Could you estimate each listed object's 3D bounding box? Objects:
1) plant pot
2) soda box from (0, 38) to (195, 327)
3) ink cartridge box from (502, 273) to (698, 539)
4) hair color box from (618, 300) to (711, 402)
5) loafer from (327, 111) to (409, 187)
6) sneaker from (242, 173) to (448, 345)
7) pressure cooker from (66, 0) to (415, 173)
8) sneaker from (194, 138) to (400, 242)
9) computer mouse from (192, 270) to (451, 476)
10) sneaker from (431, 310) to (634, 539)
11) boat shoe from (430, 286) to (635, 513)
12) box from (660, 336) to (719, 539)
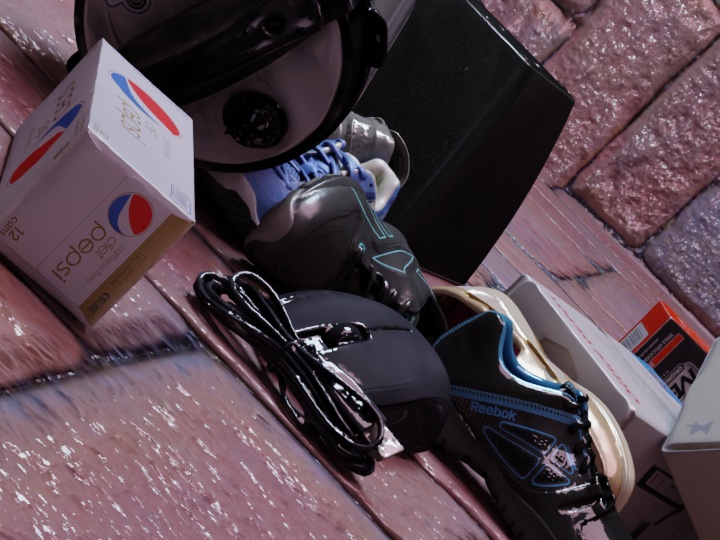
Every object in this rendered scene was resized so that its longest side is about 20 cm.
[{"bbox_3d":[0.050,-0.130,1.854,0.200,0.177,0.200,47,9,20],"label":"plant pot"},{"bbox_3d":[-0.120,-0.044,1.073,0.064,0.068,0.200,42,9,-14],"label":"soda box"},{"bbox_3d":[0.167,0.107,1.605,0.200,0.084,0.146,33,16,-49],"label":"ink cartridge box"},{"bbox_3d":[0.295,0.132,2.001,0.200,0.102,0.061,42,9,-12],"label":"hair color box"},{"bbox_3d":[-0.001,-0.067,1.589,0.070,0.070,0.200,6,-4,5],"label":"loafer"},{"bbox_3d":[0.000,0.000,1.384,0.079,0.075,0.200,51,11,22],"label":"sneaker"},{"bbox_3d":[-0.063,-0.153,1.317,0.179,0.176,0.200,21,34,5],"label":"pressure cooker"},{"bbox_3d":[-0.041,-0.052,1.426,0.076,0.077,0.200,50,12,19],"label":"sneaker"},{"bbox_3d":[0.002,0.050,1.243,0.139,0.053,0.200,47,10,20],"label":"computer mouse"},{"bbox_3d":[0.111,0.112,1.351,0.200,0.082,0.073,47,8,4],"label":"sneaker"},{"bbox_3d":[0.096,0.082,1.486,0.069,0.074,0.200,17,26,-46],"label":"boat shoe"},{"bbox_3d":[0.298,0.154,1.558,0.128,0.109,0.200,-56,130,-45],"label":"box"}]
